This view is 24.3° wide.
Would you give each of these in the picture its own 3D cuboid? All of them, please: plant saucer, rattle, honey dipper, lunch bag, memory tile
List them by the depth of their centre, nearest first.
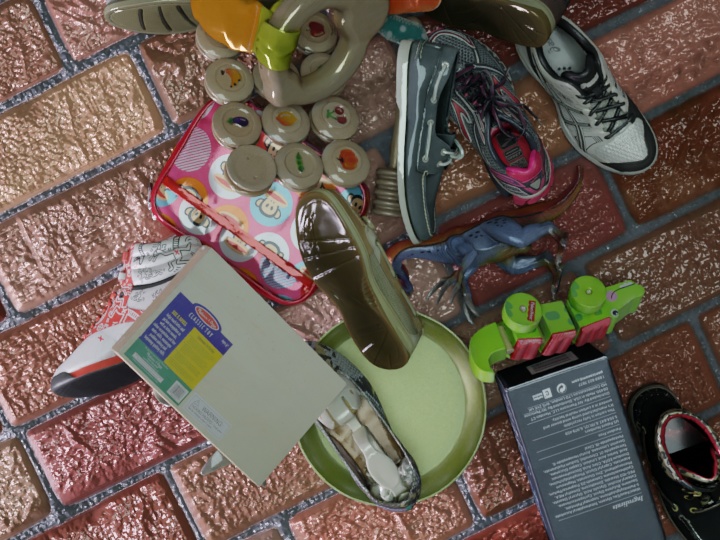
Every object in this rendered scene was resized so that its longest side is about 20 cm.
[{"bbox_3d":[-0.077,-0.167,1.636,0.152,0.017,0.202,-5,66,-21],"label":"memory tile"},{"bbox_3d":[-0.040,-0.251,1.637,0.199,0.142,0.131,-35,124,-24],"label":"rattle"},{"bbox_3d":[-0.107,-0.062,1.676,0.199,0.082,0.177,34,96,0],"label":"lunch bag"},{"bbox_3d":[0.041,-0.155,1.687,0.038,0.038,0.202,8,94,0],"label":"honey dipper"},{"bbox_3d":[0.029,0.138,1.705,0.198,0.031,0.202,0,92,-1],"label":"plant saucer"}]

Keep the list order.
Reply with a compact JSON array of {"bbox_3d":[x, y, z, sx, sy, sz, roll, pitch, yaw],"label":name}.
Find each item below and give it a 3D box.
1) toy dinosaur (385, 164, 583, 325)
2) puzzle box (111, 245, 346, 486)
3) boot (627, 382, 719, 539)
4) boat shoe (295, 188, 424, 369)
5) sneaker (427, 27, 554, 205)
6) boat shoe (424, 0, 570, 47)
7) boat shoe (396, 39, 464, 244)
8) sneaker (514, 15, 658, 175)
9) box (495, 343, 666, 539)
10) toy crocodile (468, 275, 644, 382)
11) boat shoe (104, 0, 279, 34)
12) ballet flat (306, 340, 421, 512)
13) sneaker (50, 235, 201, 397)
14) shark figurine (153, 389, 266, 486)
[{"bbox_3d":[0.117,-0.020,1.695,0.180,0.105,0.201,13,58,9],"label":"toy dinosaur"},{"bbox_3d":[-0.122,0.090,1.581,0.133,0.025,0.200,-47,113,-10],"label":"puzzle box"},{"bbox_3d":[0.333,0.213,1.647,0.073,0.154,0.205,-28,92,1],"label":"boot"},{"bbox_3d":[0.002,0.000,1.627,0.073,0.063,0.202,-13,116,39],"label":"boat shoe"},{"bbox_3d":[0.129,-0.162,1.657,0.080,0.075,0.201,-35,74,1],"label":"sneaker"},{"bbox_3d":[0.120,-0.277,1.642,0.200,0.072,0.066,27,59,36],"label":"boat shoe"},{"bbox_3d":[0.069,-0.124,1.633,0.061,0.073,0.202,0,102,11],"label":"boat shoe"},{"bbox_3d":[0.224,-0.175,1.663,0.076,0.088,0.200,-41,93,0],"label":"sneaker"},{"bbox_3d":[0.215,0.186,1.649,0.106,0.148,0.202,-19,92,1],"label":"box"},{"bbox_3d":[0.194,0.056,1.661,0.198,0.068,0.062,-15,61,-20],"label":"toy crocodile"},{"bbox_3d":[-0.159,-0.288,1.671,0.198,0.075,0.069,-9,73,2],"label":"boat shoe"},{"bbox_3d":[-0.003,0.155,1.657,0.072,0.072,0.201,-36,92,2],"label":"ballet flat"},{"bbox_3d":[-0.227,0.042,1.644,0.200,0.067,0.109,-27,65,19],"label":"sneaker"},{"bbox_3d":[-0.150,0.108,1.671,0.214,0.089,0.129,39,101,29],"label":"shark figurine"}]
